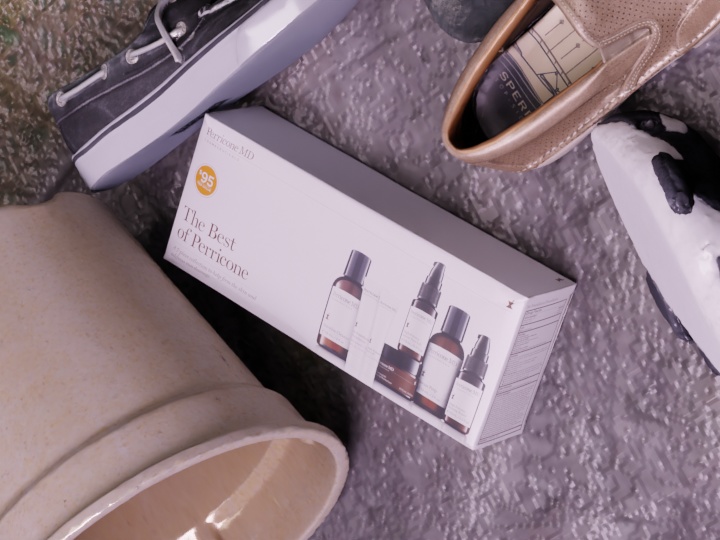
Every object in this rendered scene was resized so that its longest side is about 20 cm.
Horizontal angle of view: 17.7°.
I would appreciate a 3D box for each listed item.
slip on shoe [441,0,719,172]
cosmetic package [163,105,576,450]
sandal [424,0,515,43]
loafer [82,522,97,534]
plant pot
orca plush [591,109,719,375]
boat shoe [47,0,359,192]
[{"bbox_3d":[0.108,-0.117,1.006,0.200,0.060,0.076,-43,73,32],"label":"slip on shoe"},{"bbox_3d":[0.000,0.000,1.107,0.199,0.051,0.083,30,112,28],"label":"cosmetic package"},{"bbox_3d":[0.018,-0.198,1.065,0.075,0.048,0.201,-39,74,32],"label":"sandal"},{"bbox_3d":[-0.200,0.172,1.262,0.200,0.068,0.076,-45,72,31],"label":"loafer"},{"bbox_3d":[-0.136,0.071,1.137,0.201,0.200,0.184,-49,61,30],"label":"plant pot"},{"bbox_3d":[0.168,-0.005,0.962,0.200,0.071,0.106,-120,10,-55],"label":"orca plush"},{"bbox_3d":[-0.078,-0.115,1.130,0.199,0.073,0.068,-34,85,38],"label":"boat shoe"}]
